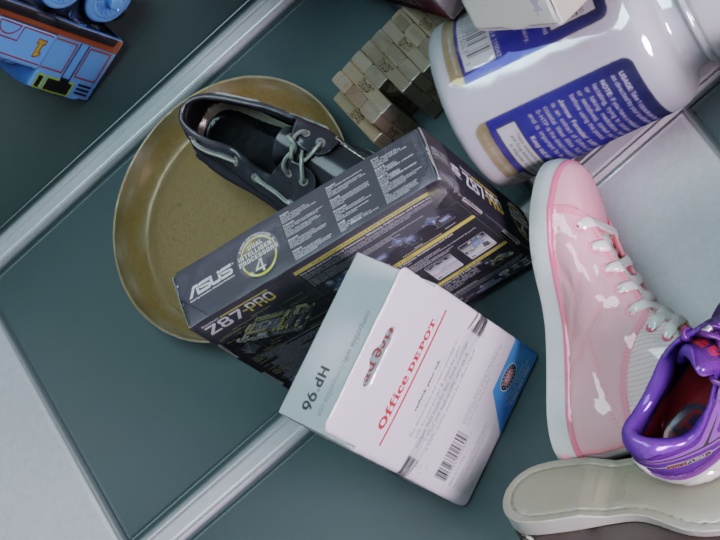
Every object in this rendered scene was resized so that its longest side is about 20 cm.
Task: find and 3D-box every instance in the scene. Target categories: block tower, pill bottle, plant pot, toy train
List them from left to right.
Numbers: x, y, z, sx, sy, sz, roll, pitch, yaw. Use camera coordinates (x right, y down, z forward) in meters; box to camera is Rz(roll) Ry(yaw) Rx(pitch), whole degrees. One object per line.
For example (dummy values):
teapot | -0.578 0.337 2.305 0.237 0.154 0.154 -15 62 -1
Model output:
toy train | -0.253 -0.200 1.817 0.087 0.199 0.115 40 105 33
plant pot | -0.089 -0.042 1.767 0.199 0.027 0.202 -10 69 26
block tower | 0.068 -0.172 1.709 0.200 0.054 0.058 -47 58 7
pill bottle | 0.156 -0.146 1.611 0.199 0.120 0.121 -24 63 20

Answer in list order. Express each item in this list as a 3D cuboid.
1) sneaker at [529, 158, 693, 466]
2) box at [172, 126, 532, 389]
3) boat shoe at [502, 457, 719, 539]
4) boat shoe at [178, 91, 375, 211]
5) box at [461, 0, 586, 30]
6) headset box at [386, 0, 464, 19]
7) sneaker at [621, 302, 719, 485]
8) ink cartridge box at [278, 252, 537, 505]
sneaker | 0.170 0.021 1.570 0.104 0.075 0.202 -11 75 30
box | 0.000 0.000 1.622 0.199 0.161 0.049 -31 60 17
boat shoe | 0.188 0.154 1.523 0.198 0.060 0.072 -6 39 26
boat shoe | -0.047 -0.072 1.700 0.199 0.063 0.073 27 87 33
box | 0.143 -0.235 1.561 0.082 0.069 0.200 1 37 48
headset box | 0.055 -0.257 1.670 0.149 0.075 0.200 -52 23 -3
sneaker | 0.231 0.044 1.455 0.081 0.083 0.201 41 99 32
ink cartridge box | 0.024 0.066 1.561 0.068 0.200 0.117 23 84 33
